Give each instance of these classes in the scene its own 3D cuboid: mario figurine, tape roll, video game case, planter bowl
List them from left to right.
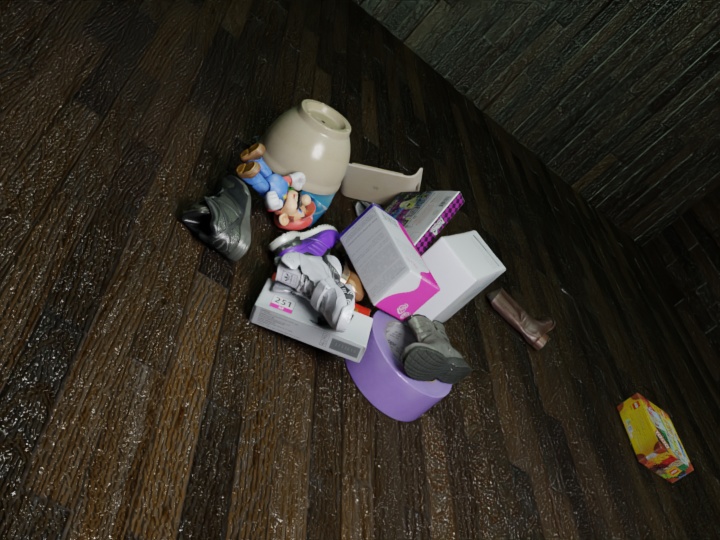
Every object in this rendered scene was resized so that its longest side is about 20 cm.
[{"bbox_3d":[-0.147,-0.159,1.469,0.106,0.124,0.200,20,-21,44],"label":"mario figurine"},{"bbox_3d":[-0.102,-0.275,1.604,0.200,0.135,0.200,25,31,-16],"label":"planter bowl"},{"bbox_3d":[0.071,0.174,1.409,0.200,0.085,0.200,34,28,-21],"label":"tape roll"},{"bbox_3d":[0.104,-0.100,1.648,0.200,0.181,0.036,-49,124,-28],"label":"video game case"}]

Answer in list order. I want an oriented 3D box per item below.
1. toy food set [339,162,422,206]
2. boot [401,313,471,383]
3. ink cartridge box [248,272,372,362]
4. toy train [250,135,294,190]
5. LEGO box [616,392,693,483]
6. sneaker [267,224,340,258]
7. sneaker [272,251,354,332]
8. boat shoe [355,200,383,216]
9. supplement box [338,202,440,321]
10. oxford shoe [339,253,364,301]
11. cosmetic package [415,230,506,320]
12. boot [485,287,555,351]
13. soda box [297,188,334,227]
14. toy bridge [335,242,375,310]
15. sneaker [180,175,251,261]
[{"bbox_3d":[0.043,-0.219,1.776,0.199,0.144,0.061,12,65,4],"label":"toy food set"},{"bbox_3d":[0.114,0.134,1.376,0.200,0.068,0.131,24,29,-51],"label":"boot"},{"bbox_3d":[-0.076,0.065,1.321,0.200,0.044,0.174,21,31,-3],"label":"ink cartridge box"},{"bbox_3d":[-0.192,-0.221,1.630,0.056,0.042,0.200,7,44,-36],"label":"toy train"},{"bbox_3d":[0.813,0.462,2.091,0.149,0.077,0.200,33,29,-24],"label":"LEGO box"},{"bbox_3d":[-0.094,-0.026,1.478,0.200,0.070,0.100,-17,72,-56],"label":"sneaker"},{"bbox_3d":[-0.082,0.033,1.256,0.115,0.075,0.200,9,28,-20],"label":"sneaker"},{"bbox_3d":[0.037,-0.091,1.762,0.071,0.072,0.200,13,30,-35],"label":"boat shoe"},{"bbox_3d":[0.054,-0.017,1.447,0.101,0.103,0.200,31,22,-43],"label":"supplement box"},{"bbox_3d":[-0.022,0.018,1.484,0.071,0.071,0.200,34,15,-10],"label":"oxford shoe"},{"bbox_3d":[0.181,0.026,1.644,0.123,0.199,0.200,53,27,14],"label":"cosmetic package"},{"bbox_3d":[0.435,0.109,2.063,0.200,0.064,0.186,42,24,3],"label":"boot"},{"bbox_3d":[-0.098,-0.175,1.673,0.068,0.064,0.200,40,26,-11],"label":"soda box"},{"bbox_3d":[0.000,0.000,1.567,0.027,0.067,0.200,22,35,-40],"label":"toy bridge"},{"bbox_3d":[-0.256,-0.116,1.346,0.114,0.076,0.200,33,34,-37],"label":"sneaker"}]
